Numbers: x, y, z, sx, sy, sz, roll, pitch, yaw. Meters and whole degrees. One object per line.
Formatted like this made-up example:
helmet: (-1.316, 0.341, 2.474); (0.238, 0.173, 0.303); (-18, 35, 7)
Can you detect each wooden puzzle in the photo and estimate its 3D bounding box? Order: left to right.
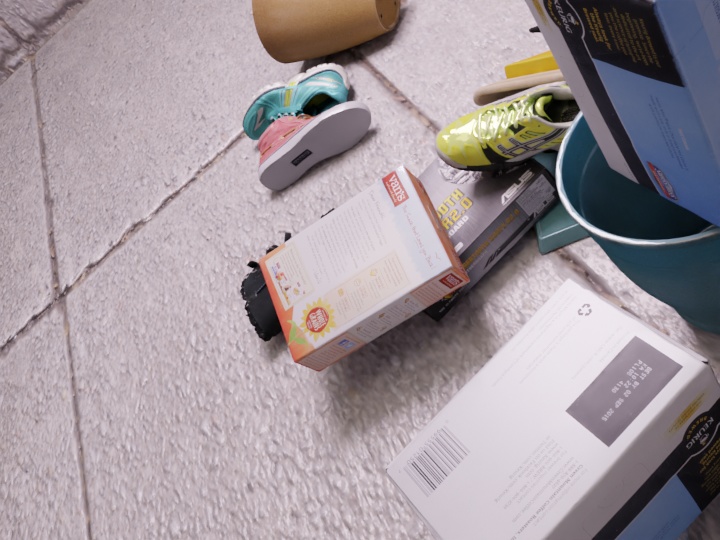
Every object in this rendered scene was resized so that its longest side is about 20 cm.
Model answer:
wooden puzzle: (0.245, -0.233, 0.890); (0.184, 0.037, 0.200); (-25, 12, -30)

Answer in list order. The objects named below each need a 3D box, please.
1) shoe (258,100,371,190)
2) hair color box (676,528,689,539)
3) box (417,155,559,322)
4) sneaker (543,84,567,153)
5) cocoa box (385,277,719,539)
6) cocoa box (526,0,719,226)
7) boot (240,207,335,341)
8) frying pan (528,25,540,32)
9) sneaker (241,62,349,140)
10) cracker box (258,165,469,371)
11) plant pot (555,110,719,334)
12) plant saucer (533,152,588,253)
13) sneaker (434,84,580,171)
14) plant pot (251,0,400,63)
shoe: (-0.075, -0.207, 1.219); (0.199, 0.071, 0.091); (-32, 46, 22)
hair color box: (0.203, 0.171, 0.652); (0.099, 0.061, 0.201); (-13, 49, 33)
box: (0.110, -0.062, 0.933); (0.200, 0.048, 0.159); (-45, 38, 7)
sneaker: (0.280, -0.164, 0.861); (0.199, 0.076, 0.088); (-23, 50, 15)
cocoa box: (0.147, 0.136, 0.578); (0.200, 0.131, 0.133); (-46, 39, -2)
cocoa box: (0.209, -0.146, 0.503); (0.133, 0.200, 0.131); (-44, 39, -1)
boot: (-0.066, 0.028, 1.006); (0.162, 0.073, 0.199); (-37, 42, 14)
frying pan: (0.247, -0.272, 0.908); (0.189, 0.031, 0.115); (-6, 16, 43)
sneaker: (-0.106, -0.257, 1.294); (0.199, 0.077, 0.080); (-23, 52, 24)
cracker box: (0.000, 0.000, 0.880); (0.199, 0.058, 0.135); (-32, 60, 17)
plant pot: (0.289, -0.050, 0.670); (0.199, 0.188, 0.201); (-23, 44, 24)
plant saucer: (0.217, -0.109, 0.921); (0.070, 0.019, 0.201); (-23, 43, 25)
sneaker: (0.167, -0.155, 0.841); (0.199, 0.076, 0.076); (-10, 68, 24)
plant pot: (-0.044, -0.433, 1.328); (0.199, 0.187, 0.187); (7, 60, 29)
